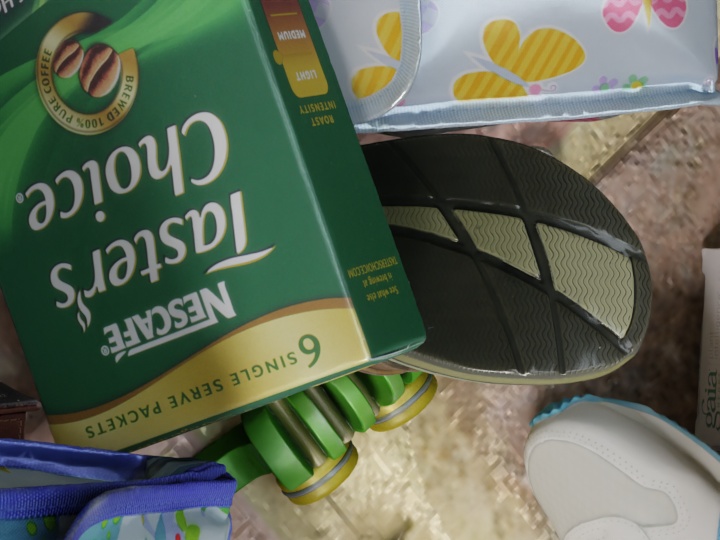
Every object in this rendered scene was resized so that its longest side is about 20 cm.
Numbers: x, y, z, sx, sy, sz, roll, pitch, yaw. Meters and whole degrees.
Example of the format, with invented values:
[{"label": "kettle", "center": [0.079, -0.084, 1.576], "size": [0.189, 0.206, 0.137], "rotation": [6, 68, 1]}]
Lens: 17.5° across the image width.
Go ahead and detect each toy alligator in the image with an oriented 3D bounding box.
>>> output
[{"label": "toy alligator", "center": [0.010, 0.022, 0.817], "size": [0.200, 0.054, 0.059], "rotation": [-42, 109, -17]}]

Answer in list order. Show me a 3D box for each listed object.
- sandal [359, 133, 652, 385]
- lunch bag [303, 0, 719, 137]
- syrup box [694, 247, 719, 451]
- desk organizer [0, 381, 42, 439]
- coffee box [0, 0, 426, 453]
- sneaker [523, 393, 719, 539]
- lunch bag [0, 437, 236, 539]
[{"label": "sandal", "center": [-0.001, -0.001, 0.772], "size": [0.200, 0.057, 0.080], "rotation": [3, 73, 18]}, {"label": "lunch bag", "center": [0.012, -0.128, 0.773], "size": [0.199, 0.127, 0.171], "rotation": [-3, 94, -13]}, {"label": "syrup box", "center": [0.233, 0.035, 0.906], "size": [0.199, 0.081, 0.079], "rotation": [4, 89, -25]}, {"label": "desk organizer", "center": [-0.201, 0.075, 0.690], "size": [0.199, 0.072, 0.078], "rotation": [-4, 105, -37]}, {"label": "coffee box", "center": [-0.068, -0.050, 0.723], "size": [0.044, 0.122, 0.201], "rotation": [-16, 88, -63]}, {"label": "sneaker", "center": [0.116, 0.137, 0.836], "size": [0.081, 0.076, 0.201], "rotation": [-29, 84, -35]}, {"label": "lunch bag", "center": [-0.129, 0.131, 0.631], "size": [0.199, 0.127, 0.171], "rotation": [6, 95, -38]}]
